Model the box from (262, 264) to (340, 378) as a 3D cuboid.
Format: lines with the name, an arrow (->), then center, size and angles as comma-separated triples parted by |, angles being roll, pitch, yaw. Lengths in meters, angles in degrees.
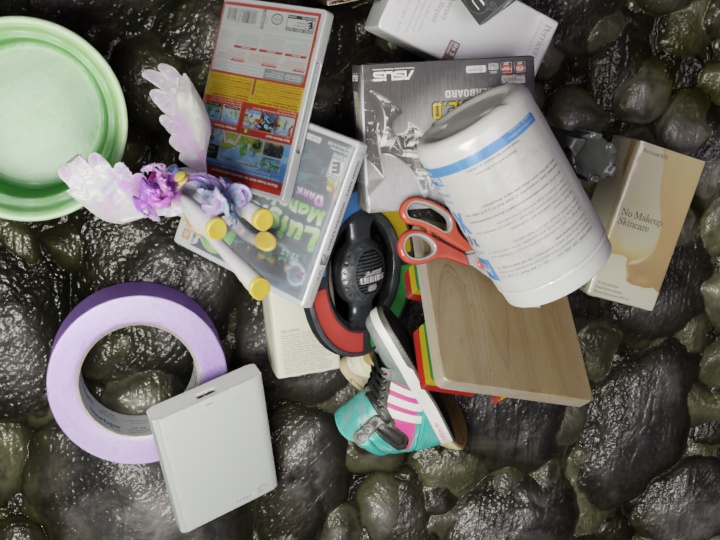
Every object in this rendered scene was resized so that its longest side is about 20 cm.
box -> -0.076, 0.019, 1.080 | 0.082, 0.068, 0.201 | -7, 105, -13

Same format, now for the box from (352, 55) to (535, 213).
box -> 0.093, -0.151, 1.013 | 0.199, 0.048, 0.160 | -5, 102, -14

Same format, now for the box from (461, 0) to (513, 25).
box -> 0.128, -0.385, 0.967 | 0.122, 0.106, 0.200 | -41, 95, -31

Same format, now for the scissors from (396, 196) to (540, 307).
scissors -> 0.125, -0.020, 1.011 | 0.199, 0.014, 0.074 | 19, 77, -20

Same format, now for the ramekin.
ramekin -> -0.342, -0.158, 0.949 | 0.199, 0.098, 0.201 | -4, 105, -14

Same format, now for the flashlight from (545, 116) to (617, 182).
flashlight -> 0.225, -0.138, 1.048 | 0.067, 0.200, 0.068 | -19, 109, -10

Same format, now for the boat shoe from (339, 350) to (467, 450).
boat shoe -> 0.057, 0.162, 1.158 | 0.065, 0.072, 0.200 | -31, 119, 34

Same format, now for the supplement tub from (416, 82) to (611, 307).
supplement tub -> 0.159, -0.077, 0.951 | 0.132, 0.132, 0.201 | -34, 107, -4

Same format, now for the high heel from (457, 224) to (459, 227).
high heel -> 0.181, -0.053, 1.143 | 0.200, 0.067, 0.096 | -37, 140, -16

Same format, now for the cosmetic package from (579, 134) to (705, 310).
cosmetic package -> 0.346, -0.061, 1.168 | 0.105, 0.071, 0.201 | 12, 101, -17

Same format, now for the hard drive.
hard drive -> -0.167, 0.210, 1.072 | 0.131, 0.026, 0.201 | -22, 133, -22

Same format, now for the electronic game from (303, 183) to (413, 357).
electronic game -> 0.000, 0.000, 1.061 | 0.199, 0.041, 0.201 | -12, 106, -52

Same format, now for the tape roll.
tape roll -> -0.256, 0.117, 1.060 | 0.199, 0.066, 0.201 | -4, 105, -15

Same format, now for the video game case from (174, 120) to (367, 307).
video game case -> -0.103, -0.081, 0.998 | 0.023, 0.199, 0.183 | 4, 108, -59

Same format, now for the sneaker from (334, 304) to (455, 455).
sneaker -> 0.020, 0.139, 1.060 | 0.120, 0.084, 0.201 | -23, 117, 9

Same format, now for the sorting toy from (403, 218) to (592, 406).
sorting toy -> 0.145, 0.060, 1.046 | 0.198, 0.201, 0.070 | 11, 144, -26

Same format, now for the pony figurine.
pony figurine -> -0.175, -0.078, 0.921 | 0.167, 0.200, 0.193 | -46, 142, -13

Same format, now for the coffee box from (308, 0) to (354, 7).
coffee box -> -0.029, -0.385, 0.966 | 0.079, 0.113, 0.201 | -15, 107, -10

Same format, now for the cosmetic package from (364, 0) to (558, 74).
cosmetic package -> 0.115, -0.280, 1.052 | 0.199, 0.074, 0.102 | 21, 98, -17

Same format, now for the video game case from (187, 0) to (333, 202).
video game case -> -0.111, -0.185, 0.985 | 0.017, 0.142, 0.201 | 5, 100, -58
